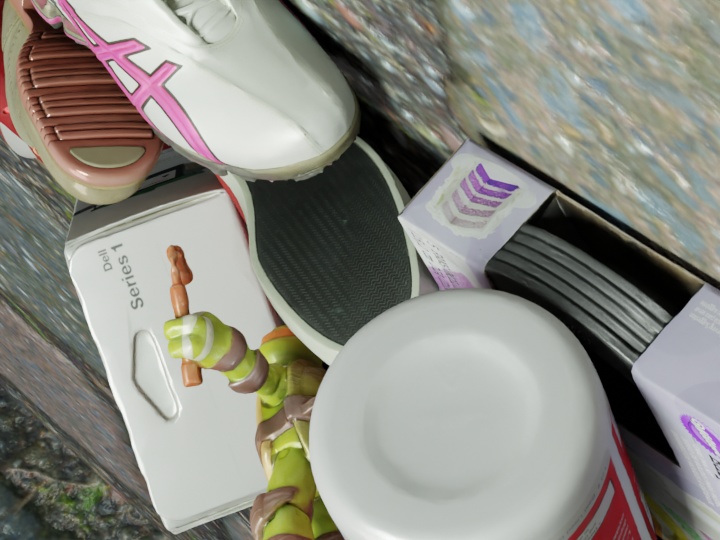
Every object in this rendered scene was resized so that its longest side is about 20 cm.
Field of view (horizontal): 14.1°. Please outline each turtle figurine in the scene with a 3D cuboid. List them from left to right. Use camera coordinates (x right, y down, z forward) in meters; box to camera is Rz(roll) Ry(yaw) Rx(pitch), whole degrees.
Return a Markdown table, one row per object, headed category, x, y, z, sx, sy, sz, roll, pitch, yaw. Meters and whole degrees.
| category | x | y | z | sx | sy | sz | roll | pitch | yaw |
| --- | --- | --- | --- | --- | --- | --- | --- | --- | --- |
| turtle figurine | -0.019 | 0.084 | 1.221 | 0.200 | 0.064 | 0.162 | 55 | -159 | -50 |

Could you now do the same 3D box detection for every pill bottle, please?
| category | x | y | z | sx | sy | sz | roll | pitch | yaw |
| --- | --- | --- | --- | --- | --- | --- | --- | --- | --- |
| pill bottle | 0.056 | 0.099 | 1.134 | 0.112 | 0.112 | 0.200 | 36 | 166 | 29 |

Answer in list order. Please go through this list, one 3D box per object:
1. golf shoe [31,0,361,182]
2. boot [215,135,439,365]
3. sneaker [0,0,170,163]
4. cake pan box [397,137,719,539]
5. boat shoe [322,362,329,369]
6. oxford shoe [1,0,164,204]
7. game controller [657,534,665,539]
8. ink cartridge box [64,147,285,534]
| category | x | y | z | sx | sy | sz | roll | pitch | yaw |
| --- | --- | --- | --- | --- | --- | --- | --- | --- | --- |
| golf shoe | -0.083 | -0.109 | 1.206 | 0.200 | 0.073 | 0.092 | 37 | 166 | 28 |
| boot | 0.000 | 0.000 | 1.270 | 0.144 | 0.072 | 0.200 | 54 | -177 | -46 |
| sneaker | -0.151 | -0.090 | 1.547 | 0.115 | 0.079 | 0.200 | 30 | 176 | 20 |
| cake pan box | 0.118 | 0.050 | 1.155 | 0.184 | 0.052 | 0.200 | 33 | 164 | 35 |
| boat shoe | 0.013 | 0.042 | 1.454 | 0.069 | 0.084 | 0.201 | 40 | 154 | 51 |
| oxford shoe | -0.123 | -0.076 | 1.303 | 0.200 | 0.070 | 0.074 | -107 | 22 | -56 |
| game controller | 0.109 | 0.106 | 1.295 | 0.200 | 0.042 | 0.104 | 34 | -159 | 36 |
| ink cartridge box | -0.079 | 0.025 | 1.403 | 0.200 | 0.084 | 0.147 | -112 | 3 | -79 |
